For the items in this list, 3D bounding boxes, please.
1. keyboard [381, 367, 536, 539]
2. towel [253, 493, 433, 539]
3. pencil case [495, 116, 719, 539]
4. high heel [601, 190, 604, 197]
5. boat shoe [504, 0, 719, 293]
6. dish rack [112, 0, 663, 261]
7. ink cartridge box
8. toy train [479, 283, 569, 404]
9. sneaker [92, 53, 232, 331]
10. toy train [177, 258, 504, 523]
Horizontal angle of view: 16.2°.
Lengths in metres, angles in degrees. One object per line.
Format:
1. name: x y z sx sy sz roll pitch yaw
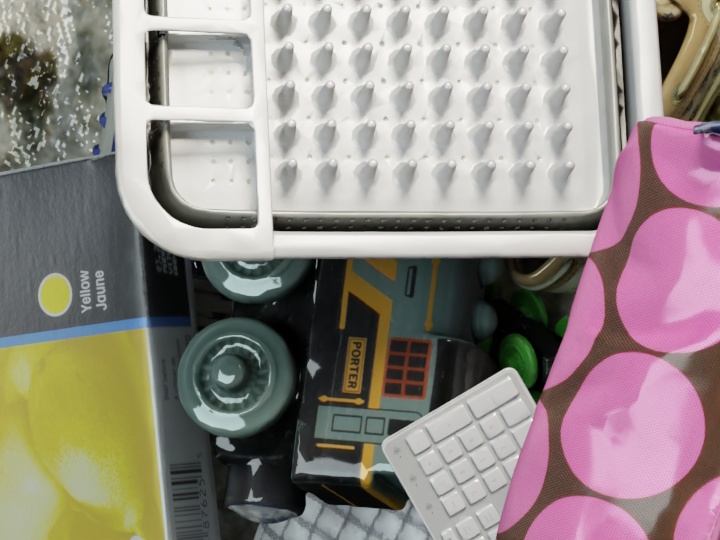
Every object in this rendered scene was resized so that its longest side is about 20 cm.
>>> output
1. keyboard: 0.080 0.134 0.916 0.056 0.011 0.201 -29 97 6
2. towel: 0.044 0.155 1.009 0.199 0.085 0.166 27 100 30
3. pencil case: 0.107 0.048 0.861 0.093 0.091 0.201 19 93 32
4. high heel: 0.178 -0.047 0.920 0.200 0.067 0.096 -42 68 6
5. boat shoe: 0.106 -0.085 0.980 0.073 0.063 0.201 17 99 32
6. dish rack: 0.008 -0.083 0.926 0.199 0.044 0.173 0 75 -8
7. ink cartridge box: -0.154 0.059 1.068 0.199 0.047 0.199 -9 86 30
8. toy train: 0.066 0.043 0.997 0.200 0.042 0.057 33 129 46
9. sneaker: -0.094 -0.031 1.110 0.199 0.080 0.116 -24 68 31
10. toy train: 0.000 0.000 0.971 0.113 0.085 0.201 4 76 15
